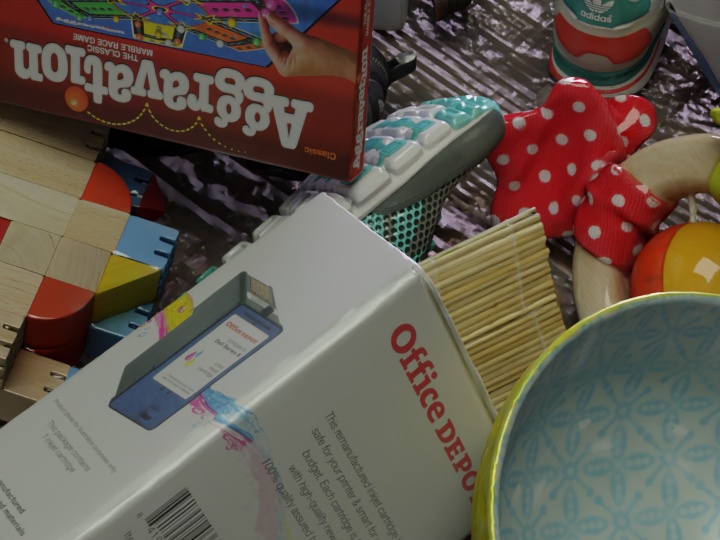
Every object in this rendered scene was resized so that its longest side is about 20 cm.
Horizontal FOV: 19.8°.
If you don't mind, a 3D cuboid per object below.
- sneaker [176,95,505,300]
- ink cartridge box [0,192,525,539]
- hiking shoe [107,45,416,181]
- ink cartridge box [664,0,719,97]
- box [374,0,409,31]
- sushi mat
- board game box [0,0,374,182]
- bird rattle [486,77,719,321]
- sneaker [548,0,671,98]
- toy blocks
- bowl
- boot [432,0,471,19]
[{"bbox_3d":[0.000,0.000,0.972,0.200,0.091,0.078,-42,20,-8],"label":"sneaker"},{"bbox_3d":[-0.046,0.088,0.861,0.200,0.146,0.087,-36,41,-11],"label":"ink cartridge box"},{"bbox_3d":[-0.075,-0.105,1.067,0.199,0.076,0.101,18,37,17],"label":"hiking shoe"},{"bbox_3d":[0.239,-0.192,1.059,0.136,0.076,0.200,-16,40,27],"label":"ink cartridge box"},{"bbox_3d":[-0.060,-0.260,1.098,0.198,0.172,0.201,6,56,5],"label":"box"},{"bbox_3d":[0.007,0.050,0.944,0.200,0.096,0.012,-25,33,-15],"label":"sushi mat"},{"bbox_3d":[-0.090,-0.110,0.939,0.199,0.103,0.019,13,29,19],"label":"board game box"},{"bbox_3d":[0.149,-0.016,0.962,0.199,0.113,0.164,-6,81,27],"label":"bird rattle"},{"bbox_3d":[0.149,-0.189,1.093,0.070,0.094,0.200,15,58,10],"label":"sneaker"},{"bbox_3d":[-0.152,-0.003,0.986,0.136,0.100,0.200,18,52,-1],"label":"toy blocks"},{"bbox_3d":[0.126,0.117,0.865,0.199,0.108,0.201,5,73,-18],"label":"bowl"},{"bbox_3d":[0.086,-0.217,1.125,0.097,0.075,0.201,3,55,7],"label":"boot"}]
